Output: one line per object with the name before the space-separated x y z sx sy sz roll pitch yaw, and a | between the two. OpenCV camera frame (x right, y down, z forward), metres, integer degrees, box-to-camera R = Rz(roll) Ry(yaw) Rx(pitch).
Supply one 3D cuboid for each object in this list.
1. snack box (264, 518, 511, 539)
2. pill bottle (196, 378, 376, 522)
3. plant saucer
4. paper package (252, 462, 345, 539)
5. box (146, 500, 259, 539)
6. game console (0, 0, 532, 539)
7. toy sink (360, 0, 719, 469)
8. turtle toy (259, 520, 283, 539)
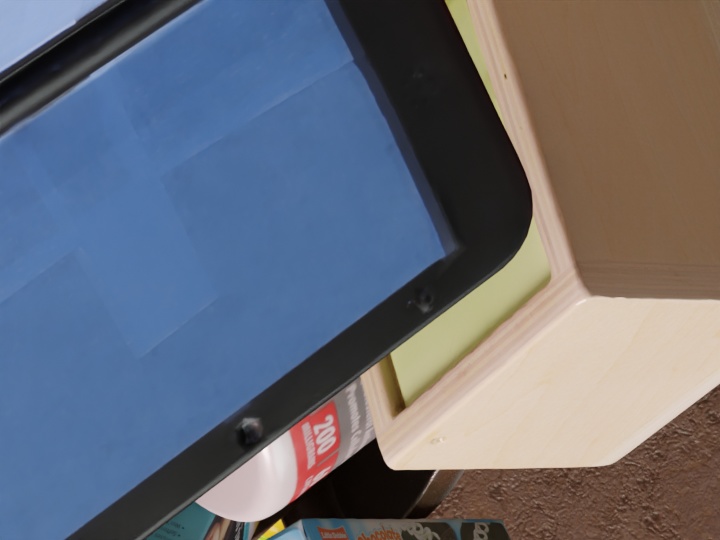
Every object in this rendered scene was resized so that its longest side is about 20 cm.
snack box | -0.017 0.154 1.202 0.116 0.037 0.200 -32 161 23
pill bottle | 0.000 0.000 1.032 0.200 0.114 0.114 -35 173 -28
plant saucer | 0.018 0.050 1.287 0.032 0.200 0.200 18 144 -26
paper package | -0.111 0.109 1.245 0.191 0.103 0.200 -33 172 -47
box | -0.063 0.078 1.090 0.082 0.049 0.200 96 15 -49
game console | -0.043 -0.025 0.569 0.200 0.119 0.172 -37 174 -21
toy sink | 0.054 -0.047 0.916 0.112 0.200 0.130 2 151 -33
turtle toy | -0.082 0.121 1.503 0.146 0.101 0.200 -42 174 24
